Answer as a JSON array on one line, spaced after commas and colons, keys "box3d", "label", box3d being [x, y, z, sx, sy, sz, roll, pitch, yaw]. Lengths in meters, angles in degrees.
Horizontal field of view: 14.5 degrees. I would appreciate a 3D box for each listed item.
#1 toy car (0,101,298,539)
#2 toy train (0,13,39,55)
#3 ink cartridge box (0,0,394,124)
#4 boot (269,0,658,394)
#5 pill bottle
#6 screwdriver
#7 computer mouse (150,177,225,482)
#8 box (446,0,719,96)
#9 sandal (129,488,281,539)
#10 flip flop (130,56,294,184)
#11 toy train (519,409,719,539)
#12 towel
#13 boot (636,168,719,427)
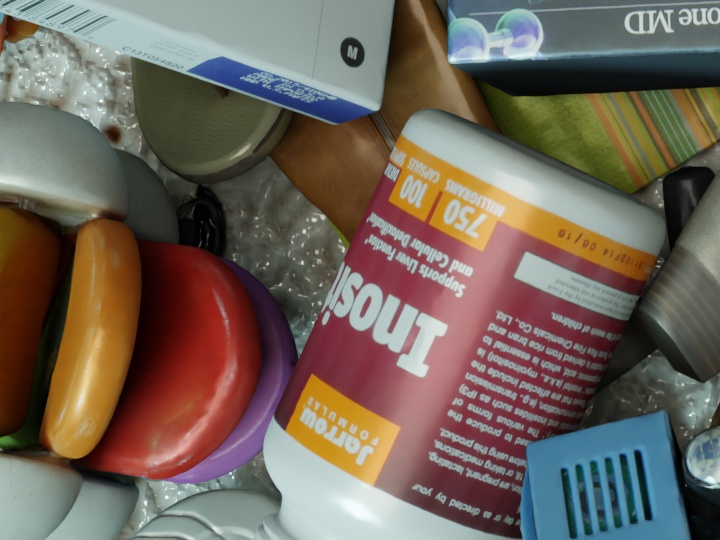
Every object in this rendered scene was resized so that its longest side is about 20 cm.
[{"box3d": [-0.101, 0.033, 1.143, 0.149, 0.200, 0.176, 7, 83, 11], "label": "toy car"}, {"box3d": [-0.133, -0.156, 1.216, 0.055, 0.200, 0.151, 10, 75, -24], "label": "toy train"}, {"box3d": [-0.066, -0.179, 1.128, 0.041, 0.199, 0.201, -15, 65, 51], "label": "ink cartridge box"}, {"box3d": [0.000, 0.000, 1.198, 0.188, 0.068, 0.200, -37, 87, 19], "label": "boot"}, {"box3d": [0.031, 0.047, 1.112, 0.113, 0.113, 0.201, 25, 95, 14], "label": "pill bottle"}, {"box3d": [0.153, 0.055, 1.191, 0.029, 0.028, 0.201, -9, 95, -12], "label": "screwdriver"}, {"box3d": [-0.165, 0.011, 1.271, 0.199, 0.053, 0.139, 13, 99, 16], "label": "computer mouse"}, {"box3d": [0.116, -0.176, 1.126, 0.148, 0.107, 0.201, -2, 86, 17], "label": "box"}, {"box3d": [-0.086, 0.182, 1.199, 0.082, 0.050, 0.203, 20, 58, 5], "label": "sandal"}, {"box3d": [-0.075, -0.131, 1.198, 0.081, 0.058, 0.201, -15, 70, 28], "label": "flip flop"}, {"box3d": [0.133, 0.134, 1.095, 0.114, 0.087, 0.200, -12, 136, 10], "label": "toy train"}, {"box3d": [0.076, -0.057, 1.209, 0.200, 0.018, 0.086, -32, 84, 17], "label": "towel"}, {"box3d": [0.203, 0.023, 1.144, 0.146, 0.070, 0.200, -40, 122, -9], "label": "boot"}]
